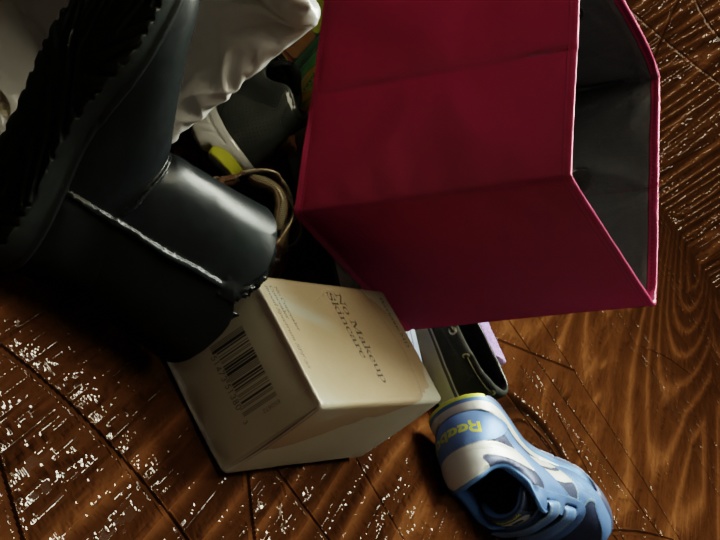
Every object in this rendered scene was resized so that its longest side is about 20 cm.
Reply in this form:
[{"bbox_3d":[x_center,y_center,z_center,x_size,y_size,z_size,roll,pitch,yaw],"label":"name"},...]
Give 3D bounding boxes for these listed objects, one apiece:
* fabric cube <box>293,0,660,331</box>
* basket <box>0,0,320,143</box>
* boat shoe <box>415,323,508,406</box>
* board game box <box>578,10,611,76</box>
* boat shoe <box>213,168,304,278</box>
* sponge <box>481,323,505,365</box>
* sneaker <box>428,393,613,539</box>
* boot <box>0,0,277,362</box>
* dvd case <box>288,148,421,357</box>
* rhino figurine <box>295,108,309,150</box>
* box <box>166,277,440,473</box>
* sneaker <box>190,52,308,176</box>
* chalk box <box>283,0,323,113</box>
[{"bbox_3d":[0.092,-0.092,1.128,0.196,0.197,0.202,44,46,-52],"label":"fabric cube"},{"bbox_3d":[-0.161,-0.183,0.917,0.198,0.199,0.161,46,15,-30],"label":"basket"},{"bbox_3d":[0.066,0.022,1.286,0.069,0.056,0.202,-65,138,-62],"label":"boat shoe"},{"bbox_3d":[0.100,-0.174,1.262,0.196,0.197,0.057,78,20,-61],"label":"board game box"},{"bbox_3d":[-0.074,-0.030,1.072,0.076,0.071,0.200,57,18,2],"label":"boat shoe"},{"bbox_3d":[0.062,-0.005,1.452,0.111,0.030,0.202,24,36,-59],"label":"sponge"},{"bbox_3d":[0.128,0.180,1.251,0.199,0.074,0.083,37,27,-30],"label":"sneaker"},{"bbox_3d":[-0.106,-0.061,0.869,0.076,0.202,0.168,29,0,44],"label":"boot"},{"bbox_3d":[0.000,0.000,1.174,0.143,0.017,0.203,-37,115,-68],"label":"dvd case"},{"bbox_3d":[-0.008,-0.050,1.299,0.087,0.059,0.202,39,32,-55],"label":"rhino figurine"},{"bbox_3d":[-0.033,0.066,1.009,0.096,0.077,0.200,60,18,14],"label":"box"},{"bbox_3d":[-0.083,-0.135,1.180,0.075,0.084,0.201,55,10,-38],"label":"sneaker"},{"bbox_3d":[-0.034,-0.214,1.369,0.124,0.125,0.199,51,13,30],"label":"chalk box"}]
